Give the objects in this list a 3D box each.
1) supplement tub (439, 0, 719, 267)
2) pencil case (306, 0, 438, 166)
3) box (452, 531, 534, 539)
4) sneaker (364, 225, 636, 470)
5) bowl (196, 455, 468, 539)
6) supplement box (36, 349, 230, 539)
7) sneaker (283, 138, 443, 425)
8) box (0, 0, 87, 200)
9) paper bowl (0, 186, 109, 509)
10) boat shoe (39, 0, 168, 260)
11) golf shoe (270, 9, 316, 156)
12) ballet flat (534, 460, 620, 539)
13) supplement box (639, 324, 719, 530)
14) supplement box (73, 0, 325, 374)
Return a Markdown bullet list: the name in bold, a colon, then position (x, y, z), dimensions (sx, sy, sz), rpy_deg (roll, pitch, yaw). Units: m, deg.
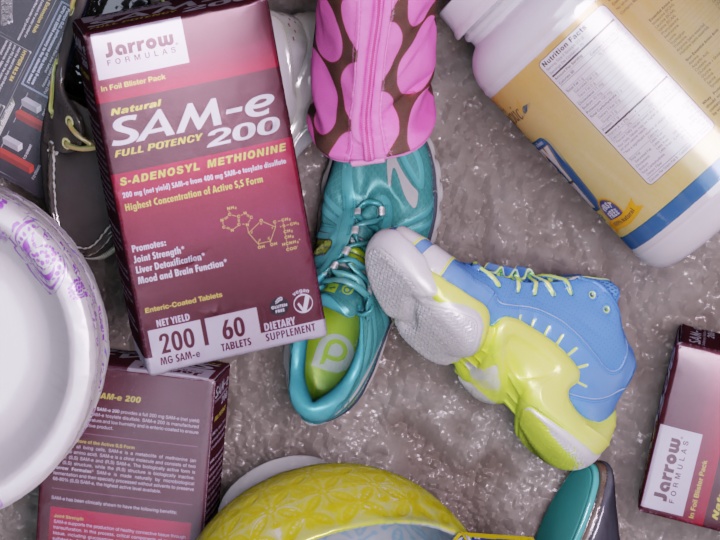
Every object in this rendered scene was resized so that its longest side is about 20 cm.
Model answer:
- **supplement tub**: position (0.157, -0.118, 1.547), dimensions (0.145, 0.145, 0.200), rpy_deg (-43, 91, 11)
- **pencil case**: position (0.010, -0.149, 1.499), dimensions (0.090, 0.094, 0.201), rpy_deg (-5, 134, -7)
- **box**: position (0.043, 0.248, 1.602), dimensions (0.200, 0.064, 0.070), rpy_deg (-54, 47, 30)
- **sneaker**: position (0.091, 0.023, 1.603), dimensions (0.200, 0.076, 0.105), rpy_deg (47, 67, -22)
- **bowl**: position (-0.033, 0.178, 1.623), dimensions (0.200, 0.200, 0.108), rpy_deg (-35, 51, 11)
- **supplement box**: position (-0.145, 0.154, 1.670), dimensions (0.108, 0.061, 0.201), rpy_deg (7, 100, 6)
- **sneaker**: position (0.000, 0.000, 1.618), dimensions (0.077, 0.080, 0.201), rpy_deg (14, 99, 5)
- **box**: position (-0.174, -0.147, 1.633), dimensions (0.157, 0.050, 0.201), rpy_deg (28, 101, 2)
- **paper bowl**: position (-0.248, 0.043, 1.570), dimensions (0.199, 0.104, 0.202), rpy_deg (0, 96, 3)
- **boat shoe**: position (-0.154, -0.101, 1.582), dimensions (0.071, 0.061, 0.202), rpy_deg (11, 101, 4)
- **golf shoe**: position (-0.076, -0.063, 1.609), dimensions (0.091, 0.075, 0.201), rpy_deg (9, 96, -33)
- **ballet flat**: position (0.122, 0.213, 1.646), dimensions (0.073, 0.073, 0.201), rpy_deg (28, 96, 2)
- **supplement box**: position (0.276, 0.111, 1.602), dimensions (0.199, 0.061, 0.109), rpy_deg (13, 100, 6)
- **supplement box**: position (-0.091, -0.052, 1.526), dimensions (0.108, 0.061, 0.201), rpy_deg (-13, 105, -9)
